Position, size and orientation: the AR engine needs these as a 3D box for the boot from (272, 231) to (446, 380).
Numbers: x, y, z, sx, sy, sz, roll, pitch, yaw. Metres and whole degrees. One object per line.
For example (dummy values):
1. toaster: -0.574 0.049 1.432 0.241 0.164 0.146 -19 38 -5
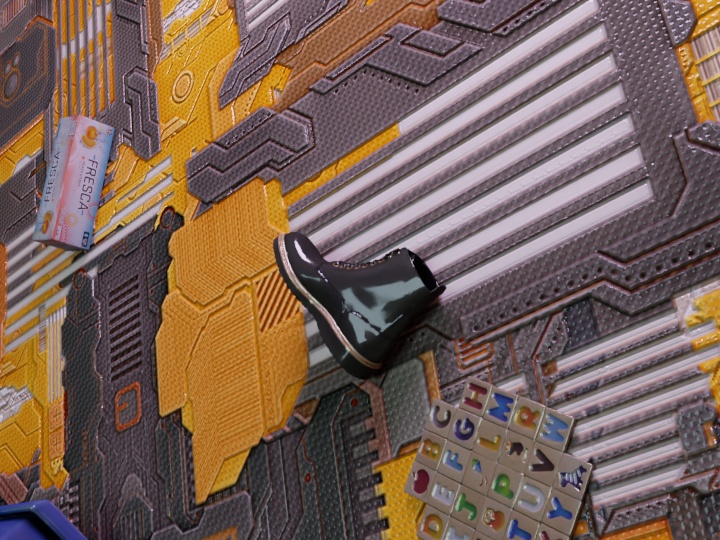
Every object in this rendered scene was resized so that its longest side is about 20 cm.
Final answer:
1. boot: 0.000 0.000 1.178 0.138 0.077 0.200 -46 62 19

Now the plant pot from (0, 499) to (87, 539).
1. plant pot: -0.437 0.404 1.363 0.200 0.200 0.180 -18 26 41

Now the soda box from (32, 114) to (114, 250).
1. soda box: -0.439 -0.133 1.659 0.064 0.068 0.200 0 76 46

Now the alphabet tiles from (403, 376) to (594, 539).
1. alphabet tiles: 0.125 0.197 1.023 0.200 0.006 0.167 18 90 47
